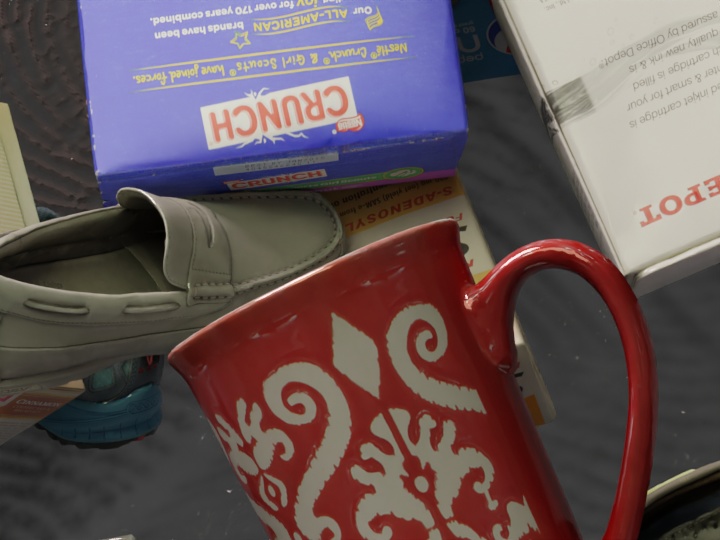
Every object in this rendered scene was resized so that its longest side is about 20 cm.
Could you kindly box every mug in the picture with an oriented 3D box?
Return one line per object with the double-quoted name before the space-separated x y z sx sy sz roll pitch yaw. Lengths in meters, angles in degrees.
"mug" 0.035 0.089 0.850 0.133 0.177 0.200 -19 82 -45

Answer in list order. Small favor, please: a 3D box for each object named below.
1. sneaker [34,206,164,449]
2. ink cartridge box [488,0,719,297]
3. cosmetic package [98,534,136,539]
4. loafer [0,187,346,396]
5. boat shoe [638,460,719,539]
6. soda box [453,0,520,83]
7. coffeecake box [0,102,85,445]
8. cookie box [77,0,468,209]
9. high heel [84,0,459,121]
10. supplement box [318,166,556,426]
"sneaker" -0.170 0.005 1.050 0.200 0.096 0.079 26 28 25
"ink cartridge box" 0.150 -0.105 0.994 0.146 0.083 0.201 -22 79 1
"cosmetic package" -0.180 0.193 0.937 0.199 0.090 0.107 -7 53 10
"loafer" -0.086 -0.002 0.918 0.200 0.070 0.070 -20 55 -35
"boat shoe" 0.203 0.100 0.890 0.201 0.060 0.072 -19 52 5
"soda box" 0.046 -0.142 1.110 0.199 0.068 0.064 -7 55 13
"coffeecake box" -0.238 0.028 1.003 0.200 0.073 0.154 -32 65 30
"cookie box" -0.048 -0.137 0.980 0.171 0.075 0.201 -6 76 -2
"high heel" -0.061 -0.160 1.063 0.199 0.071 0.143 -23 72 4
"supplement box" 0.000 0.000 1.020 0.126 0.074 0.200 -22 52 3
